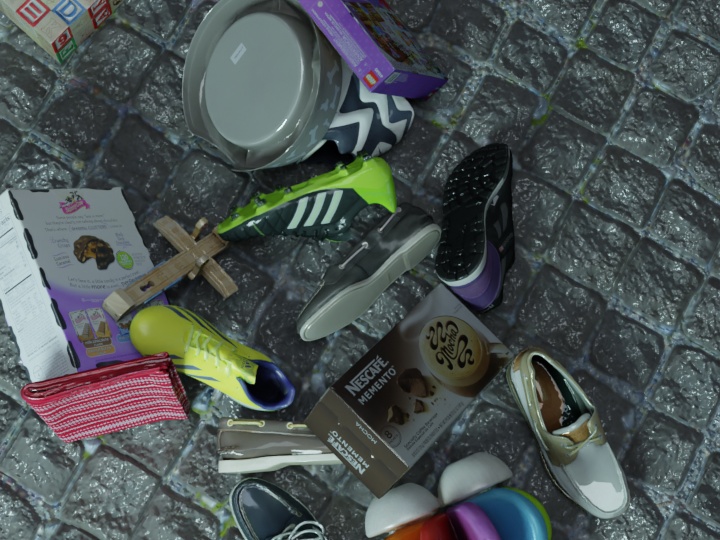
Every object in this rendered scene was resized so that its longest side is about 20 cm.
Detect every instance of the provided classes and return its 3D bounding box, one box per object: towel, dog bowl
[{"bbox_3d":[-0.246,0.132,1.252,0.143,0.200,0.023,-12,71,-6],"label":"towel"},{"bbox_3d":[-0.103,-0.204,1.364,0.198,0.058,0.203,-4,84,36],"label":"dog bowl"}]

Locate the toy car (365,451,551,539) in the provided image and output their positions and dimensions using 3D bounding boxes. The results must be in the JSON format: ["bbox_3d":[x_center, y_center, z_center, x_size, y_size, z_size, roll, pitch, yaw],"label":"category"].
[{"bbox_3d":[0.104,0.283,1.261,0.198,0.150,0.177,-21,78,-8],"label":"toy car"}]

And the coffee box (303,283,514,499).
[{"bbox_3d":[0.052,0.121,1.293,0.113,0.080,0.200,45,51,7],"label":"coffee box"}]

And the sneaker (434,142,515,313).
[{"bbox_3d":[0.136,-0.045,1.392,0.075,0.088,0.202,-8,50,34],"label":"sneaker"}]

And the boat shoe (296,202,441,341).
[{"bbox_3d":[0.000,0.000,1.372,0.199,0.067,0.057,-38,62,-16],"label":"boat shoe"}]

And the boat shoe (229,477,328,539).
[{"bbox_3d":[-0.063,0.294,1.294,0.075,0.062,0.201,-36,80,-9],"label":"boat shoe"}]

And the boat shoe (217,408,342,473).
[{"bbox_3d":[-0.052,0.175,1.321,0.197,0.072,0.060,-6,78,1],"label":"boat shoe"}]

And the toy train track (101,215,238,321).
[{"bbox_3d":[-0.192,-0.006,1.314,0.115,0.033,0.200,44,40,6],"label":"toy train track"}]

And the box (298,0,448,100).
[{"bbox_3d":[0.015,-0.251,1.364,0.039,0.200,0.137,-40,81,18],"label":"box"}]

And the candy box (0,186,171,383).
[{"bbox_3d":[-0.286,0.018,1.293,0.071,0.167,0.202,-31,77,30],"label":"candy box"}]

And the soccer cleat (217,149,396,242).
[{"bbox_3d":[-0.055,-0.060,1.355,0.198,0.068,0.082,-21,108,0],"label":"soccer cleat"}]

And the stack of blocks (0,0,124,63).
[{"bbox_3d":[-0.376,-0.348,1.432,0.200,0.059,0.115,41,78,7],"label":"stack of blocks"}]

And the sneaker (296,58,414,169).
[{"bbox_3d":[-0.052,-0.185,1.400,0.199,0.079,0.130,42,69,-3],"label":"sneaker"}]

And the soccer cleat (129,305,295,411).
[{"bbox_3d":[-0.145,0.089,1.282,0.199,0.083,0.065,33,74,-39],"label":"soccer cleat"}]

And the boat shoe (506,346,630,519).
[{"bbox_3d":[0.221,0.174,1.335,0.074,0.068,0.201,-32,80,-10],"label":"boat shoe"}]
